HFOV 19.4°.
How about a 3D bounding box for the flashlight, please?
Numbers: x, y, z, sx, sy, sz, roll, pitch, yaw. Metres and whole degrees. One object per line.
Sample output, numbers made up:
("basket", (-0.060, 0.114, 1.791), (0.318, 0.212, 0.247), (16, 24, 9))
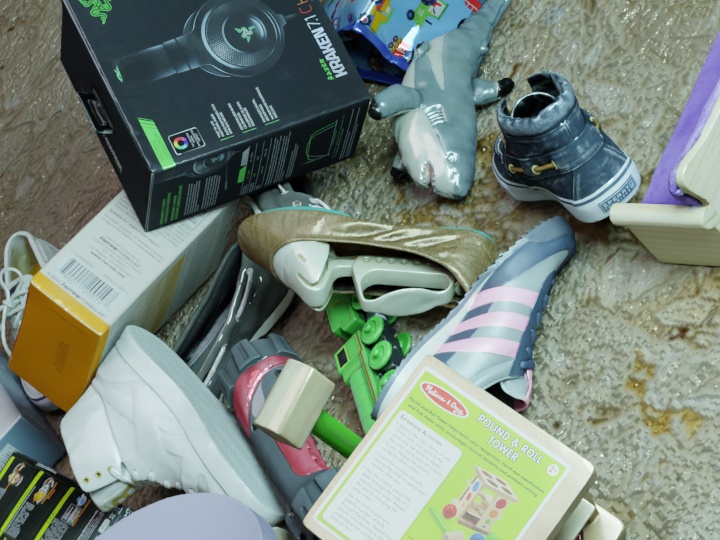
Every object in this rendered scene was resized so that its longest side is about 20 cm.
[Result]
("flashlight", (-0.041, 0.124, 1.508), (0.067, 0.068, 0.200), (-8, 33, -22))

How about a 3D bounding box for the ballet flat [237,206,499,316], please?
("ballet flat", (0.000, 0.000, 1.516), (0.198, 0.068, 0.073), (8, 45, 10))

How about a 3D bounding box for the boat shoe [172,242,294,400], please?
("boat shoe", (-0.127, 0.067, 1.643), (0.067, 0.057, 0.201), (18, 70, 53))

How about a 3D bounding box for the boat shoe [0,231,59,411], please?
("boat shoe", (-0.287, 0.033, 1.835), (0.074, 0.086, 0.203), (-34, 37, 19))

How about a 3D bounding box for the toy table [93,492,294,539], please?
("toy table", (-0.104, 0.236, 1.419), (0.199, 0.117, 0.185), (-4, 54, 46))

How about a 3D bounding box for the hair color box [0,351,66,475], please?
("hair color box", (-0.334, 0.131, 1.815), (0.099, 0.061, 0.200), (-48, 36, 0))

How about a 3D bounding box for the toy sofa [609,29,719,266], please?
("toy sofa", (0.239, -0.109, 1.394), (0.082, 0.098, 0.201), (5, 61, 48))

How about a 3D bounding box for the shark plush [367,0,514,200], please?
("shark plush", (0.082, -0.139, 1.651), (0.083, 0.091, 0.201), (12, 48, 24))

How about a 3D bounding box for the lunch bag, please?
("lunch bag", (0.019, -0.237, 1.774), (0.151, 0.094, 0.200), (-58, 26, -10))

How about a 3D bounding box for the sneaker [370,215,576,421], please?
("sneaker", (0.098, 0.052, 1.439), (0.082, 0.070, 0.200), (37, 72, 16))

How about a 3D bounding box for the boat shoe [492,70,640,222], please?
("boat shoe", (0.127, -0.099, 1.479), (0.071, 0.091, 0.200), (-40, 19, -7))

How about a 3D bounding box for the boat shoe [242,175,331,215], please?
("boat shoe", (-0.048, -0.048, 1.659), (0.057, 0.067, 0.200), (-46, 24, -1))

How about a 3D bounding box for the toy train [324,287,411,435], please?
("toy train", (0.010, 0.066, 1.527), (0.056, 0.042, 0.201), (-45, 34, 21))

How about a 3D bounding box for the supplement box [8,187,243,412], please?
("supplement box", (-0.182, 0.002, 1.657), (0.200, 0.073, 0.126), (-48, -10, -38))

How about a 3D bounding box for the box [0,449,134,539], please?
("box", (-0.267, 0.254, 1.641), (0.193, 0.047, 0.201), (13, 68, 54))

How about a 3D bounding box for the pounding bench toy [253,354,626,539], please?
("pounding bench toy", (0.040, 0.137, 1.279), (0.199, 0.156, 0.125), (33, 81, 24))

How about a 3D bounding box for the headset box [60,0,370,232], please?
("headset box", (-0.121, -0.147, 1.625), (0.199, 0.093, 0.175), (-20, 67, -19))

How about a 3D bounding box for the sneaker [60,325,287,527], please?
("sneaker", (-0.142, 0.148, 1.560), (0.116, 0.074, 0.200), (-51, 58, 11))
